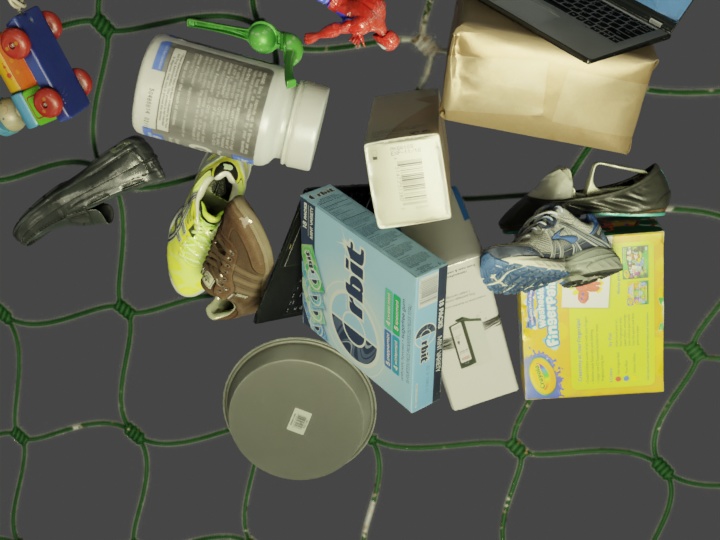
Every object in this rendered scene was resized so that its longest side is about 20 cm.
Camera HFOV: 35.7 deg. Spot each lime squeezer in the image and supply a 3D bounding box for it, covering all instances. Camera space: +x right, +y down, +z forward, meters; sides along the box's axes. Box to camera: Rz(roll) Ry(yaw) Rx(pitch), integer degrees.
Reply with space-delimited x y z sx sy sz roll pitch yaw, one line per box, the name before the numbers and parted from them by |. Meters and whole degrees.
lime squeezer | -0.107 -0.239 1.208 0.070 0.200 0.038 -34 137 -22

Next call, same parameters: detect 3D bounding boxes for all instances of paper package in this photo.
paper package | 0.187 -0.219 1.149 0.198 0.191 0.104 10 123 1

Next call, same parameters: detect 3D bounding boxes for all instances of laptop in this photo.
laptop | 0.228 -0.309 1.085 0.187 0.199 0.117 39 136 33
laptop | 0.000 0.000 1.300 0.103 0.199 0.178 36 115 29

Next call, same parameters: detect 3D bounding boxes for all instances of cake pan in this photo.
cake pan | -0.079 0.182 1.418 0.198 0.037 0.202 1 112 3

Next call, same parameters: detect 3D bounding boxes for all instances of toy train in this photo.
toy train | -0.396 -0.250 1.243 0.115 0.085 0.201 -17 111 25

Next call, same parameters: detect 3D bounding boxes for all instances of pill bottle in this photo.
pill bottle | -0.140 -0.181 1.230 0.198 0.114 0.115 15 113 -2

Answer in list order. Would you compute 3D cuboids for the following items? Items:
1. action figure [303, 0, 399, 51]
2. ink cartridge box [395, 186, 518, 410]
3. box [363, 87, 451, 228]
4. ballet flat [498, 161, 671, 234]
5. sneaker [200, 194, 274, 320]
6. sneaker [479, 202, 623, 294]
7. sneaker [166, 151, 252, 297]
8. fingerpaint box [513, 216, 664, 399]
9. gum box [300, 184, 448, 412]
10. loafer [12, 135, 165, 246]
action figure | -0.049 -0.286 1.190 0.199 0.065 0.099 37 144 -2
ink cartridge box | 0.105 0.032 1.260 0.084 0.146 0.201 -18 126 2
box | 0.053 -0.124 1.193 0.077 0.200 0.096 -8 113 7
ballet flat | 0.252 -0.088 1.273 0.198 0.068 0.069 -8 103 -4
sneaker | -0.145 -0.002 1.276 0.075 0.071 0.201 -28 150 -18
sneaker | 0.191 -0.026 1.184 0.077 0.199 0.086 -28 71 44
sneaker | -0.185 -0.055 1.306 0.075 0.077 0.201 17 114 -5
fingerpaint box | 0.268 0.043 1.316 0.165 0.073 0.202 -5 110 5
gum box | 0.009 0.027 1.185 0.044 0.200 0.171 -22 130 -30
loafer | -0.318 -0.080 1.308 0.200 0.068 0.071 -32 98 12
